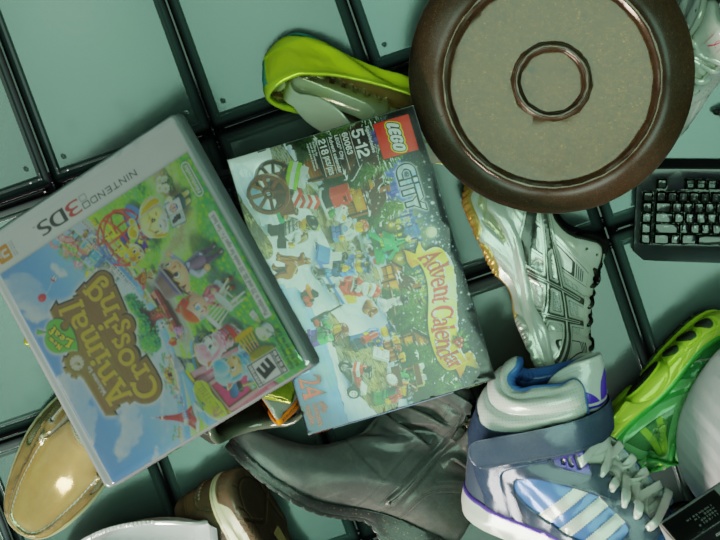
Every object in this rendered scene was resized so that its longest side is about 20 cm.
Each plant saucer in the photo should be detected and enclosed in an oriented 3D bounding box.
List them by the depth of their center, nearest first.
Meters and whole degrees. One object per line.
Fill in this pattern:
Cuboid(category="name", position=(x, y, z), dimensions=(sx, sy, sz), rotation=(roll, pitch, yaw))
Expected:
Cuboid(category="plant saucer", position=(0.132, -0.133, 1.641), dimensions=(0.200, 0.034, 0.200), rotation=(1, 105, 5))

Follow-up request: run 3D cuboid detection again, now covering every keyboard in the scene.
Cuboid(category="keyboard", position=(0.302, -0.066, 1.740), dimensions=(0.200, 0.021, 0.127), rotation=(0, 101, -1))

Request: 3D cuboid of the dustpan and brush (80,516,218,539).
Cuboid(category="dustpan and brush", position=(-0.202, 0.243, 1.773), dimensions=(0.200, 0.057, 0.140), rotation=(7, 111, 29))

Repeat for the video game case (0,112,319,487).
Cuboid(category="video game case", position=(-0.150, 0.022, 1.646), dimensions=(0.182, 0.022, 0.200), rotation=(-32, 83, 18))

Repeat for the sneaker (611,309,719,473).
Cuboid(category="sneaker", position=(0.220, 0.122, 1.747), dimensions=(0.084, 0.074, 0.200), rotation=(41, 98, -4))

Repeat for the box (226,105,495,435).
Cuboid(category="box", position=(0.000, 0.000, 1.647), dimensions=(0.137, 0.038, 0.200), rotation=(-17, 88, -1))

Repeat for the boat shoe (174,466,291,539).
Cuboid(category="boat shoe", position=(-0.072, 0.243, 1.779), dimensions=(0.075, 0.075, 0.202), rotation=(-23, 100, 26))

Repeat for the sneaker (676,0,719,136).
Cuboid(category="sneaker", position=(0.236, -0.160, 1.680), dimensions=(0.078, 0.099, 0.200), rotation=(32, 99, -7))

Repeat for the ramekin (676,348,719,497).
Cuboid(category="ramekin", position=(0.324, 0.120, 1.700), dimensions=(0.200, 0.098, 0.201), rotation=(-13, 124, -20))

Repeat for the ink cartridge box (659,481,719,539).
Cuboid(category="ink cartridge box", position=(0.282, 0.219, 1.657), dimensions=(0.095, 0.037, 0.200), rotation=(-33, 131, -6))

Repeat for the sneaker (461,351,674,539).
Cuboid(category="sneaker", position=(0.172, 0.134, 1.666), dimensions=(0.200, 0.081, 0.146), rotation=(18, 116, 14))

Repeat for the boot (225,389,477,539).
Cuboid(category="boot", position=(0.011, 0.124, 1.758), dimensions=(0.200, 0.070, 0.132), rotation=(25, 97, -16))

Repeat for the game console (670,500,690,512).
Cuboid(category="game console", position=(0.203, 0.296, 1.758), dimensions=(0.200, 0.118, 0.171), rotation=(-27, 100, 4))

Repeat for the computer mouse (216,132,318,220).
Cuboid(category="computer mouse", position=(-0.100, -0.023, 1.720), dimensions=(0.200, 0.053, 0.139), rotation=(-5, 78, 6))

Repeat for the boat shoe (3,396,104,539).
Cuboid(category="boat shoe", position=(-0.203, 0.117, 1.743), dimensions=(0.072, 0.076, 0.200), rotation=(31, 99, -6))

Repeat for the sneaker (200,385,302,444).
Cuboid(category="sneaker", position=(-0.036, 0.072, 1.720), dimensions=(0.200, 0.079, 0.074), rotation=(-23, 133, -1))

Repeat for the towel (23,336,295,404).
Cuboid(category="towel", position=(-0.136, 0.034, 1.681), dimensions=(0.200, 0.018, 0.086), rotation=(12, 93, 8))

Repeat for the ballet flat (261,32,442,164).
Cuboid(category="ballet flat", position=(0.021, -0.110, 1.702), dimensions=(0.200, 0.067, 0.067), rotation=(20, 130, -3))

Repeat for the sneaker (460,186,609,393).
Cuboid(category="sneaker", position=(0.149, 0.013, 1.726), dimensions=(0.088, 0.076, 0.200), rotation=(-24, 100, 4))
